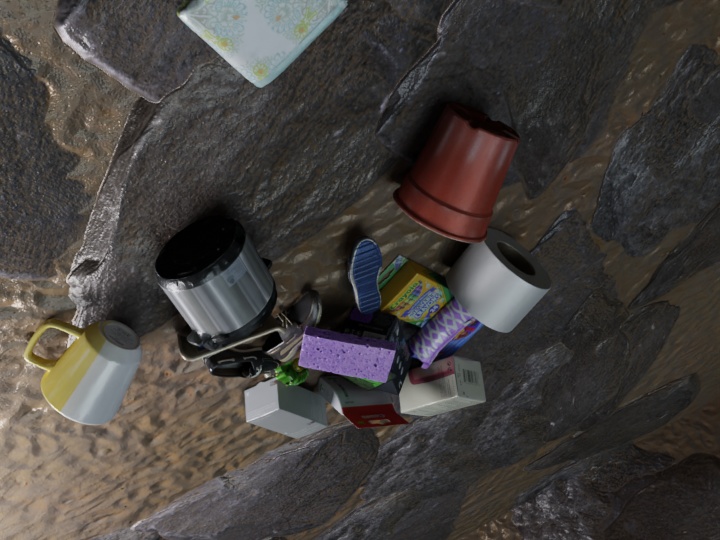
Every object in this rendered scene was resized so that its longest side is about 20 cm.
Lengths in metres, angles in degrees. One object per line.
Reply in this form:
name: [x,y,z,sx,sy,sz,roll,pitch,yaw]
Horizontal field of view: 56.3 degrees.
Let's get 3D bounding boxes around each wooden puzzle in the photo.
wooden puzzle: [-0.258,0.112,1.312,0.197,0.185,0.047,-15,100,-16]

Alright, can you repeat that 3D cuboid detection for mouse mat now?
mouse mat: [-0.030,0.213,1.535,0.198,0.008,0.161,30,150,-12]

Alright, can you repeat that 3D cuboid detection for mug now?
mug: [-0.492,0.172,1.228,0.154,0.150,0.186,-52,144,14]

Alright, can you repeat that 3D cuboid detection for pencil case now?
pencil case: [0.206,0.142,1.628,0.083,0.086,0.200,18,122,-47]

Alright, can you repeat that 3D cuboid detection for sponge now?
sponge: [-0.029,0.179,1.433,0.197,0.030,0.113,11,135,-1]

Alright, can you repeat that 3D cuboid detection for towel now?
towel: [-0.131,-0.377,0.947,0.199,0.048,0.171,-41,137,12]

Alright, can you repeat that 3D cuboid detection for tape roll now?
tape roll: [0.311,0.021,1.527,0.201,0.204,0.140,13,125,-40]

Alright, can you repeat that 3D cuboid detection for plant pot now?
plant pot: [0.187,-0.188,1.248,0.198,0.201,0.197,4,122,-35]

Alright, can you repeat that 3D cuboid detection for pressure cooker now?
pressure cooker: [-0.243,0.031,1.178,0.174,0.180,0.201,-23,128,5]

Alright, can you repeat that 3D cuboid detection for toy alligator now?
toy alligator: [-0.156,0.233,1.500,0.059,0.055,0.200,-29,175,17]

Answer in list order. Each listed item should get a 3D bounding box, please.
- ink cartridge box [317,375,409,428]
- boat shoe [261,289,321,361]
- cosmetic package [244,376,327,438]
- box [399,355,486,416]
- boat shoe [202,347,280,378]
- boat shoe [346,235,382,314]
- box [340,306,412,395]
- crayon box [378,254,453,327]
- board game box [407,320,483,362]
ink cartridge box: [0.008,0.317,1.654,0.159,0.199,0.051,4,103,-34]
boat shoe: [-0.149,0.122,1.443,0.073,0.075,0.201,8,126,-38]
cosmetic package: [-0.178,0.334,1.625,0.106,0.091,0.199,-26,147,25]
box: [0.213,0.309,1.786,0.199,0.111,0.127,-25,150,39]
boat shoe: [-0.253,0.206,1.475,0.198,0.061,0.074,19,119,-44]
boat shoe: [0.000,0.000,1.407,0.071,0.073,0.202,-15,134,-16]
box: [0.035,0.190,1.567,0.107,0.121,0.201,-65,153,-29]
crayon box: [0.118,0.053,1.557,0.126,0.052,0.199,-46,138,19]
board game box: [0.227,0.156,1.741,0.200,0.045,0.134,-46,139,19]
